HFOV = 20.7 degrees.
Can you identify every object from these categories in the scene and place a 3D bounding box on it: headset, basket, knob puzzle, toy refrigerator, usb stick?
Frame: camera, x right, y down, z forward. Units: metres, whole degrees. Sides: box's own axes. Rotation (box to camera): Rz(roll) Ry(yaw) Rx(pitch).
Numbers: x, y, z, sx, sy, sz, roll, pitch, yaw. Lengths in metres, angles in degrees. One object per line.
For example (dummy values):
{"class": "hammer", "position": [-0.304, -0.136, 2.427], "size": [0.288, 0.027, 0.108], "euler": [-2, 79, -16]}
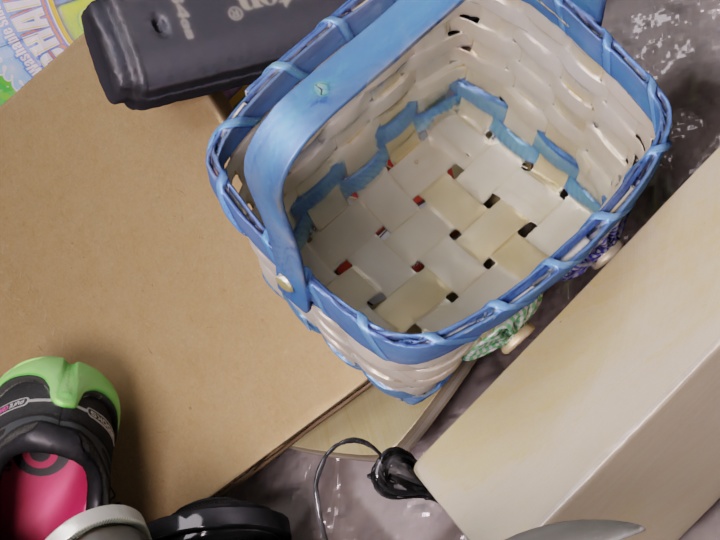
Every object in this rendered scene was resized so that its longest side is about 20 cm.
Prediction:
{"class": "headset", "position": [-0.036, 0.146, 0.817], "size": [0.200, 0.094, 0.124], "euler": [-50, 50, 23]}
{"class": "basket", "position": [0.033, -0.052, 0.729], "size": [0.176, 0.200, 0.139], "euler": [-43, 66, -16]}
{"class": "knob puzzle", "position": [0.000, 0.000, 0.884], "size": [0.220, 0.030, 0.220], "euler": [-17, 58, 29]}
{"class": "toy refrigerator", "position": [0.120, 0.034, 0.748], "size": [0.200, 0.076, 0.070], "euler": [-47, 47, 6]}
{"class": "usb stick", "position": [-0.020, -0.114, 0.846], "size": [0.033, 0.200, 0.055], "euler": [-31, 77, 66]}

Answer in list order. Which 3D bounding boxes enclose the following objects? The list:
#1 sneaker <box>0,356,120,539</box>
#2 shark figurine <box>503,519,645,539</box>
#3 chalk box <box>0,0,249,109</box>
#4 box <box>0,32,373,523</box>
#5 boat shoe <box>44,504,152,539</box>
{"class": "sneaker", "position": [-0.149, 0.136, 0.829], "size": [0.084, 0.077, 0.200], "euler": [-102, 21, -71]}
{"class": "shark figurine", "position": [0.030, 0.135, 0.698], "size": [0.089, 0.215, 0.128], "euler": [-24, 51, -28]}
{"class": "chalk box", "position": [-0.122, -0.128, 0.931], "size": [0.200, 0.124, 0.124], "euler": [-17, 32, 11]}
{"class": "box", "position": [-0.098, 0.004, 0.861], "size": [0.163, 0.021, 0.200], "euler": [-37, 78, 20]}
{"class": "boat shoe", "position": [-0.111, 0.185, 0.778], "size": [0.060, 0.072, 0.202], "euler": [46, 129, 43]}
